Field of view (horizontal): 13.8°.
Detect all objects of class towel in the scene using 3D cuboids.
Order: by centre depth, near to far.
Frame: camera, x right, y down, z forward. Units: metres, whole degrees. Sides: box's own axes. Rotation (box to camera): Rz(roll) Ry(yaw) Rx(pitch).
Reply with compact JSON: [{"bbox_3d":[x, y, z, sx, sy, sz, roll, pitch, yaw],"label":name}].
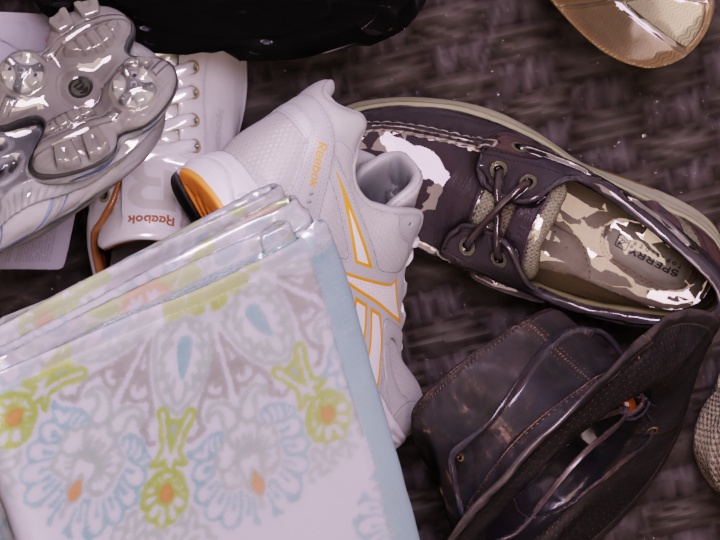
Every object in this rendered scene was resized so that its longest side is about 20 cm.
[{"bbox_3d":[-0.066,0.086,1.191,0.171,0.048,0.201,-26,112,-27],"label":"towel"}]

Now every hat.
[{"bbox_3d":[0.068,0.075,1.313,0.081,0.201,0.201,40,96,19],"label":"hat"}]

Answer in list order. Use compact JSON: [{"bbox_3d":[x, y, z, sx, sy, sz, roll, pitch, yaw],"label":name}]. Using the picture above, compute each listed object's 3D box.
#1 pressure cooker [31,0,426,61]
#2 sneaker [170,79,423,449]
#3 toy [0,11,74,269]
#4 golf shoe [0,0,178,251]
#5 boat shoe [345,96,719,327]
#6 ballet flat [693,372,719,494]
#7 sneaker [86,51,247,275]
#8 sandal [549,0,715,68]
[{"bbox_3d":[-0.054,-0.201,1.207,0.178,0.176,0.201,2,76,0],"label":"pressure cooker"},{"bbox_3d":[0.000,0.000,1.290,0.092,0.076,0.200,-39,139,-7],"label":"sneaker"},{"bbox_3d":[-0.194,-0.058,1.218,0.199,0.047,0.116,0,112,-44],"label":"toy"},{"bbox_3d":[-0.160,-0.022,1.184,0.199,0.097,0.078,-28,70,-11],"label":"golf shoe"},{"bbox_3d":[0.075,-0.026,1.328,0.199,0.065,0.074,15,100,-9],"label":"boat shoe"},{"bbox_3d":[0.212,0.017,1.346,0.068,0.075,0.201,22,98,-9],"label":"ballet flat"},{"bbox_3d":[-0.084,-0.053,1.296,0.072,0.085,0.201,-2,101,-4],"label":"sneaker"},{"bbox_3d":[0.082,-0.172,1.299,0.080,0.054,0.200,-41,85,17],"label":"sandal"}]
